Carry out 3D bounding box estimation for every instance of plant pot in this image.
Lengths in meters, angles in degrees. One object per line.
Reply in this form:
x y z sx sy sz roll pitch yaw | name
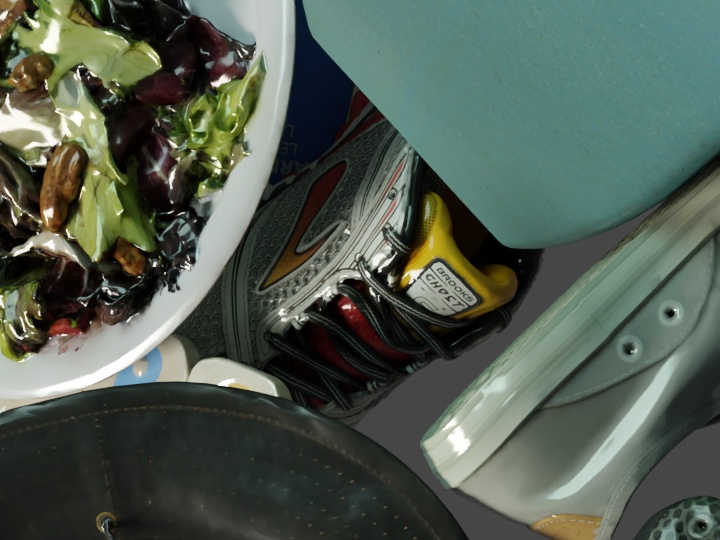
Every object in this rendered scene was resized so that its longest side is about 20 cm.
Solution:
0.070 -0.098 0.742 0.141 0.141 0.200 -40 -5 -28 | plant pot

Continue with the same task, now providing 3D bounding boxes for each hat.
-0.053 0.121 0.756 0.201 0.201 0.081 -51 -7 3 | hat

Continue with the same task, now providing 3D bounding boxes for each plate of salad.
-0.102 -0.062 0.870 0.200 0.048 0.200 -7 78 37 | plate of salad

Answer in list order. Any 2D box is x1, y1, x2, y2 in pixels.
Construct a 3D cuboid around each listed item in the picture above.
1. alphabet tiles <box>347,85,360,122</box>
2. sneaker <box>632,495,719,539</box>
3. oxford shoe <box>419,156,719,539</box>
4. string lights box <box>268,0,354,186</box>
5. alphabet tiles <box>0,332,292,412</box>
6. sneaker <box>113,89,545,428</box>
-0.019 -0.041 1.020 0.200 0.006 0.166 -37 32 26 | alphabet tiles
0.097 0.100 0.604 0.199 0.076 0.114 -11 55 59 | sneaker
0.102 -0.002 0.743 0.200 0.058 0.075 -43 -2 -12 | oxford shoe
-0.040 -0.078 0.930 0.103 0.059 0.200 -124 43 -60 | string lights box
-0.094 0.108 0.857 0.200 0.015 0.196 21 91 42 | alphabet tiles
0.000 0.000 0.867 0.200 0.078 0.082 -51 29 3 | sneaker
